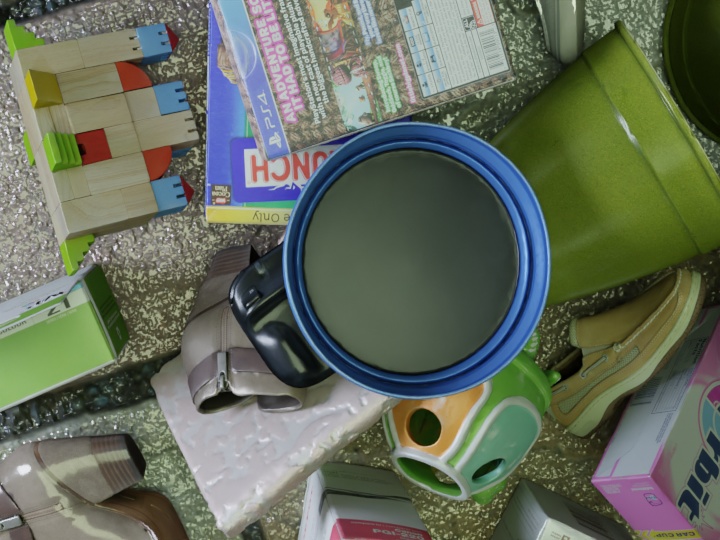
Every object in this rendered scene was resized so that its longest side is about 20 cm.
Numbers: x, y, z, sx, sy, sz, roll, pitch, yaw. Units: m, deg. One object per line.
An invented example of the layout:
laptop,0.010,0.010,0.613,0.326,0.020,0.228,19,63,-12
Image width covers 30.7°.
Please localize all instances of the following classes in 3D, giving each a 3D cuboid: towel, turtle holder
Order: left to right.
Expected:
towel,-0.065,0.091,1.069,0.200,0.191,0.032,-40,134,2
turtle holder,0.079,0.119,1.094,0.140,0.186,0.133,24,67,2

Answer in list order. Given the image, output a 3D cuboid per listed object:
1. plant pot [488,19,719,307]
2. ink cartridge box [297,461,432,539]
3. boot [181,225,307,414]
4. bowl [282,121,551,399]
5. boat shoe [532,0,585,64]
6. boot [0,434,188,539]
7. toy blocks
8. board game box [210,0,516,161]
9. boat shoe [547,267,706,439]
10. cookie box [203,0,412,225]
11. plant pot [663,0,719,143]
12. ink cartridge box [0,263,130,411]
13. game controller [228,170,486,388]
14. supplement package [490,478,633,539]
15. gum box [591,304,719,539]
plant pot,0.178,-0.065,1.067,0.192,0.201,0.201,-31,100,13
ink cartridge box,-0.003,0.258,1.080,0.084,0.200,0.147,8,98,-11
boot,-0.052,0.038,1.041,0.198,0.070,0.148,-16,56,24
bowl,0.040,-0.007,0.966,0.198,0.039,0.203,0,89,-9
boat shoe,0.145,-0.269,1.087,0.068,0.072,0.202,-6,106,18
boot,-0.234,0.233,1.124,0.145,0.070,0.202,-23,98,6
toy blocks,-0.197,-0.112,1.067,0.135,0.100,0.202,-15,85,-23
board game box,-0.005,-0.190,0.992,0.198,0.097,0.161,-18,98,-4
boat shoe,0.208,0.063,1.098,0.076,0.072,0.201,32,127,-2
cookie box,-0.043,-0.139,1.082,0.169,0.075,0.202,1,99,-6
plant pot,0.365,-0.187,1.043,0.198,0.193,0.203,-1,98,-4
ink cartridge box,-0.271,0.068,1.030,0.147,0.200,0.076,-23,100,-1
game controller,0.000,0.000,1.001,0.199,0.042,0.105,-35,94,-7
supplement package,0.155,0.307,1.142,0.116,0.117,0.201,26,96,-8
gum box,0.285,0.134,1.101,0.114,0.066,0.201,47,56,-20
